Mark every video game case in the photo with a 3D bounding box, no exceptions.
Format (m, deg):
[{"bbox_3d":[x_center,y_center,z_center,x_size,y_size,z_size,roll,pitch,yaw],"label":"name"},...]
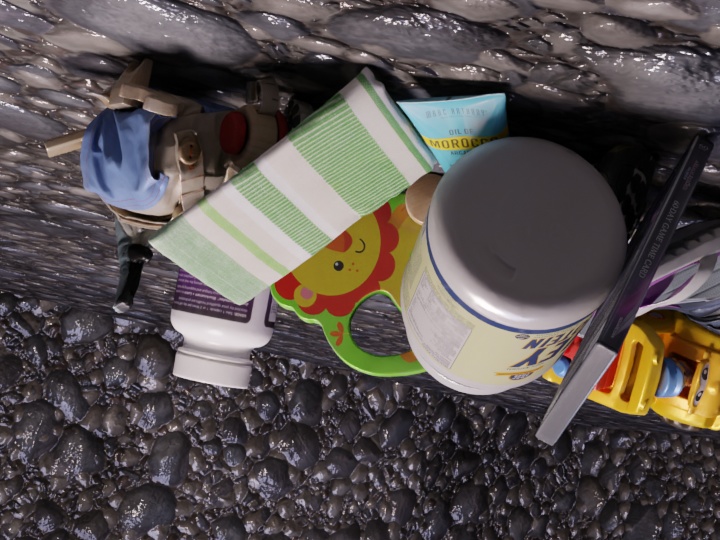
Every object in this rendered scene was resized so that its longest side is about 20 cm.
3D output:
[{"bbox_3d":[0.189,0.015,0.935,0.019,0.201,0.143,29,148,7],"label":"video game case"}]

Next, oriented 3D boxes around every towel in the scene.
[{"bbox_3d":[-0.046,-0.057,0.977,0.199,0.024,0.153,-36,153,6],"label":"towel"}]

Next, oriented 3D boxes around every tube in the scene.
[{"bbox_3d":[0.086,-0.094,0.996,0.076,0.051,0.200,-7,162,12],"label":"tube"}]

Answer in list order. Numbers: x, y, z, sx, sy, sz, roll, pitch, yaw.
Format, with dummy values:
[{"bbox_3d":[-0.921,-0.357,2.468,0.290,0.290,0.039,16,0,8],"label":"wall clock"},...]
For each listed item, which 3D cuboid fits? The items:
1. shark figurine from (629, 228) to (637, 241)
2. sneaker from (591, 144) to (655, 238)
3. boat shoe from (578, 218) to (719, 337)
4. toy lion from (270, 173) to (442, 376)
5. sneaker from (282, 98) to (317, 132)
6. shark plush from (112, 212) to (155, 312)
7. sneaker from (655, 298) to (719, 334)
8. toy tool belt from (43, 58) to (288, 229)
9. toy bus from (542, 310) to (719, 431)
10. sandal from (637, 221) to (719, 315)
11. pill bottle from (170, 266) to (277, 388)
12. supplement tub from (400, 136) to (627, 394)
[{"bbox_3d":[0.161,-0.018,1.216,0.213,0.091,0.127,15,178,-38],"label":"shark figurine"},{"bbox_3d":[0.182,-0.056,1.052,0.088,0.078,0.200,24,169,13],"label":"sneaker"},{"bbox_3d":[0.263,-0.006,1.157,0.197,0.074,0.067,-17,-153,-2],"label":"boat shoe"},{"bbox_3d":[0.000,0.000,1.197,0.189,0.203,0.069,-9,172,1],"label":"toy lion"},{"bbox_3d":[-0.038,-0.080,1.090,0.088,0.080,0.200,14,170,-12],"label":"sneaker"},{"bbox_3d":[-0.190,-0.048,1.170,0.090,0.202,0.084,3,143,-23],"label":"shark plush"},{"bbox_3d":[0.319,0.023,1.330,0.145,0.078,0.201,19,166,-34],"label":"sneaker"},{"bbox_3d":[-0.155,-0.095,0.992,0.122,0.127,0.199,6,174,-34],"label":"toy tool belt"},{"bbox_3d":[0.291,0.093,1.382,0.199,0.138,0.191,24,-161,35],"label":"toy bus"},{"bbox_3d":[0.259,0.006,1.073,0.201,0.050,0.082,-26,179,-2],"label":"sandal"},{"bbox_3d":[-0.139,0.017,1.375,0.110,0.203,0.111,11,177,1],"label":"pill bottle"},{"bbox_3d":[0.108,0.005,0.992,0.143,0.147,0.200,10,156,-3],"label":"supplement tub"}]
